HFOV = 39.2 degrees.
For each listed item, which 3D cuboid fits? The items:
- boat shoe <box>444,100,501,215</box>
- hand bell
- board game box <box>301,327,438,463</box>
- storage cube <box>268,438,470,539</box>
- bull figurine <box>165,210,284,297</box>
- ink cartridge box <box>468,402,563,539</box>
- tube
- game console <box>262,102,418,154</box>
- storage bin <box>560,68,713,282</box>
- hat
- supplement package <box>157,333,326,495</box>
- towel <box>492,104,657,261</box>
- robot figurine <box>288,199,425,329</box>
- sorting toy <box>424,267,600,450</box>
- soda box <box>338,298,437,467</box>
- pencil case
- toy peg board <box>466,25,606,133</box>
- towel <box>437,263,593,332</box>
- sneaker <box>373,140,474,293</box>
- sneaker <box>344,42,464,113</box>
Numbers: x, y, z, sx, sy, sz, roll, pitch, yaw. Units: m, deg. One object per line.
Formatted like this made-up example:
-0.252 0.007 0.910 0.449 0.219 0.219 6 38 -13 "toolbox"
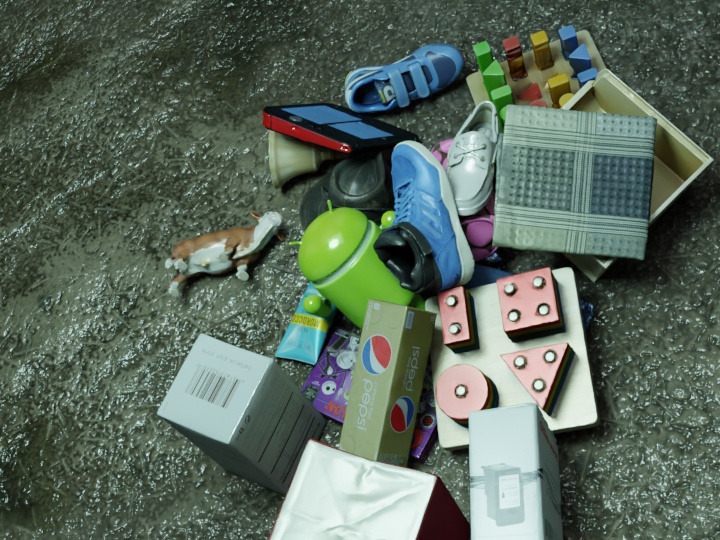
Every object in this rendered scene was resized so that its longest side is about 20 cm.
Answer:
0.146 -0.154 1.345 0.070 0.070 0.201 7 45 12 "boat shoe"
-0.035 -0.180 1.547 0.197 0.105 0.105 -1 59 6 "hand bell"
0.024 0.162 1.343 0.198 0.032 0.121 20 73 29 "board game box"
0.008 0.324 1.158 0.169 0.180 0.202 12 64 26 "storage cube"
-0.203 -0.027 1.506 0.198 0.066 0.122 -18 23 18 "bull figurine"
0.179 0.272 1.147 0.082 0.146 0.202 -9 58 18 "ink cartridge box"
-0.053 0.038 1.437 0.077 0.050 0.202 5 64 44 "tube"
-0.031 -0.213 1.499 0.175 0.199 0.031 20 111 29 "game console"
0.313 -0.128 1.333 0.200 0.094 0.199 -44 75 -6 "storage bin"
0.003 -0.120 1.451 0.198 0.082 0.202 -3 40 3 "hat"
-0.144 0.187 1.283 0.116 0.200 0.118 16 67 27 "supplement package"
0.267 -0.112 1.274 0.197 0.035 0.195 7 78 6 "towel"
0.000 0.000 1.341 0.176 0.200 0.116 -46 22 2 "robot figurine"
0.176 0.103 1.245 0.198 0.070 0.201 -13 66 19 "sorting toy"
0.033 0.142 1.259 0.067 0.064 0.203 10 87 43 "soda box"
0.148 -0.102 1.400 0.093 0.091 0.201 -27 41 18 "pencil case"
0.265 -0.268 1.469 0.197 0.098 0.202 -20 56 8 "toy peg board"
0.195 0.062 1.327 0.198 0.049 0.112 20 69 28 "towel"
0.060 -0.067 1.273 0.110 0.077 0.202 -13 79 -36 "sneaker"
0.065 -0.288 1.556 0.198 0.075 0.082 -16 24 19 "sneaker"
